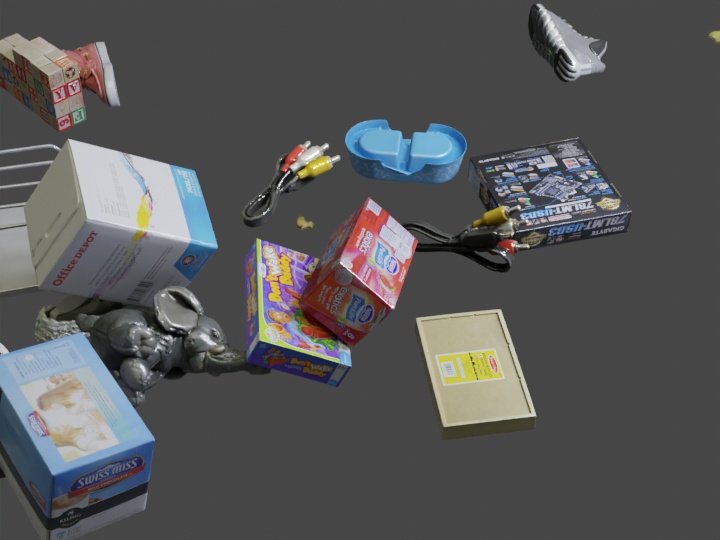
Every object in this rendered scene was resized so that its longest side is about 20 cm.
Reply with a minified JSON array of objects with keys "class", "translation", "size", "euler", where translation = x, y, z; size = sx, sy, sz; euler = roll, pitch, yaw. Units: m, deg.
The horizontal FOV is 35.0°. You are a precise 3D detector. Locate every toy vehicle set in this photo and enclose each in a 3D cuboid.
[{"class":"toy vehicle set","translation":[0.150,0.135,1.532],"size":[0.123,0.027,0.201],"euler":[-5,42,-6]}]

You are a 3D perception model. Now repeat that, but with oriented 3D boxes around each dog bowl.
[{"class":"dog bowl","translation":[0.073,-0.192,1.877],"size":[0.198,0.050,0.112],"euler":[5,42,4]}]

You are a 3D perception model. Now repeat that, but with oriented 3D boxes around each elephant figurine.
[{"class":"elephant figurine","translation":[-0.244,0.097,1.516],"size":[0.199,0.156,0.141],"euler":[-19,1,-35]}]

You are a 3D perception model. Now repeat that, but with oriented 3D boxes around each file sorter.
[{"class":"file sorter","translation":[-0.492,-0.079,1.689],"size":[0.137,0.125,0.201],"euler":[-9,42,-11]}]

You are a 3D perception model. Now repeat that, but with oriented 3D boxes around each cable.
[{"class":"cable","translation":[0.156,-0.044,1.711],"size":[0.198,0.098,0.050],"euler":[-3,27,27]},{"class":"cable","translation":[-0.128,-0.145,1.810],"size":[0.097,0.051,0.200],"euler":[26,47,33]}]

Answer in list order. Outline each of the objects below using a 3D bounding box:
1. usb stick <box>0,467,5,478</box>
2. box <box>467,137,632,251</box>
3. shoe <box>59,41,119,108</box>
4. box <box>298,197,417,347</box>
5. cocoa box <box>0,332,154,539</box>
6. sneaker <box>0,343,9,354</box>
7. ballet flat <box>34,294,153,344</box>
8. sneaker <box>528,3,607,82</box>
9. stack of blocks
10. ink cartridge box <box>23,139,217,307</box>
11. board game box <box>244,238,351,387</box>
[{"class":"usb stick","translation":[-0.464,0.182,1.468],"size":[0.055,0.033,0.201],"euler":[-11,44,-14]},{"class":"box","translation":[0.295,-0.121,1.801],"size":[0.198,0.050,0.199],"euler":[-11,45,-13]},{"class":"shoe","translation":[-0.484,-0.341,2.023],"size":[0.090,0.072,0.201],"euler":[-13,38,-13]},{"class":"box","translation":[0.000,0.000,1.576],"size":[0.100,0.095,0.200],"euler":[40,30,-11]},{"class":"cocoa box","translation":[-0.350,0.196,1.354],"size":[0.133,0.132,0.200],"euler":[-16,47,-35]},{"class":"sneaker","translation":[-0.527,0.149,1.412],"size":[0.075,0.116,0.201],"euler":[23,65,20]},{"class":"ballet flat","translation":[-0.359,0.048,1.594],"size":[0.199,0.072,0.072],"euler":[-24,48,-26]},{"class":"sneaker","translation":[0.395,-0.426,2.133],"size":[0.114,0.075,0.201],"euler":[-8,53,-17]},{"class":"stack of blocks","translation":[-0.562,-0.340,1.984],"size":[0.058,0.116,0.199],"euler":[-32,51,-31]},{"class":"ink cartridge box","translation":[-0.326,-0.058,1.542],"size":[0.199,0.147,0.147],"euler":[12,44,-40]},{"class":"board game box","translation":[-0.088,0.056,1.564],"size":[0.133,0.045,0.201],"euler":[17,38,-22]}]
